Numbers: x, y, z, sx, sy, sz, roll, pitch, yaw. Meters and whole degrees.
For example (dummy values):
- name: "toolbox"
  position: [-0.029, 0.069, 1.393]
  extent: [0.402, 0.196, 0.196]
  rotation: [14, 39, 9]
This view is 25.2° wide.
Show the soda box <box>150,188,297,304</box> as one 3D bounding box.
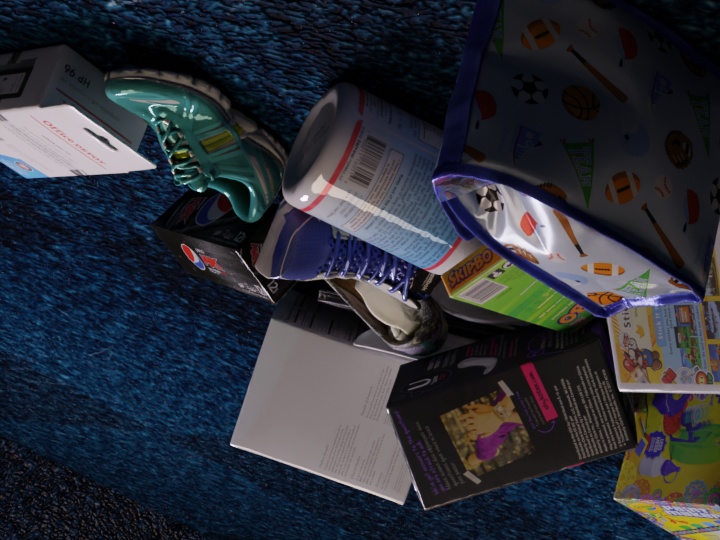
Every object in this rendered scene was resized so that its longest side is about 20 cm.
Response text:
- name: "soda box"
  position: [-0.123, -0.028, 1.531]
  extent: [0.071, 0.063, 0.200]
  rotation: [55, 160, -25]

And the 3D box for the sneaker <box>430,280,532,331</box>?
- name: "sneaker"
  position: [0.136, 0.036, 1.546]
  extent: [0.199, 0.074, 0.112]
  rotation: [17, 162, 5]

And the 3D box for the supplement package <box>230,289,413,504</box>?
- name: "supplement package"
  position: [-0.019, 0.134, 1.767]
  extent: [0.199, 0.153, 0.151]
  rotation: [19, -167, -1]

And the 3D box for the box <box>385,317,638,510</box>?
- name: "box"
  position: [0.137, 0.120, 1.435]
  extent: [0.199, 0.107, 0.122]
  rotation: [-18, -169, 13]

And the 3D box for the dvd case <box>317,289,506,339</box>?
- name: "dvd case"
  position: [0.072, 0.052, 1.687]
  extent: [0.199, 0.016, 0.149]
  rotation: [11, 175, 23]

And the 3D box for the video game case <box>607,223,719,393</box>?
- name: "video game case"
  position: [0.248, -0.010, 1.167]
  extent: [0.023, 0.202, 0.181]
  rotation: [-15, -172, -41]

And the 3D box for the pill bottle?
- name: "pill bottle"
  position: [0.045, -0.064, 1.302]
  extent: [0.199, 0.109, 0.109]
  rotation: [26, 160, -18]

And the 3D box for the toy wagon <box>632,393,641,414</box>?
- name: "toy wagon"
  position: [0.255, 0.138, 1.637]
  extent: [0.154, 0.040, 0.200]
  rotation: [-2, -177, 10]

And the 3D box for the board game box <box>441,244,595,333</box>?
- name: "board game box"
  position: [0.157, 0.005, 1.297]
  extent: [0.095, 0.030, 0.199]
  rotation: [-36, 149, 24]

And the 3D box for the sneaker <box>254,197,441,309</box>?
- name: "sneaker"
  position: [0.011, -0.021, 1.372]
  extent: [0.115, 0.081, 0.199]
  rotation: [32, -158, 25]

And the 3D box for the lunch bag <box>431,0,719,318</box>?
- name: "lunch bag"
  position: [0.139, -0.087, 1.060]
  extent: [0.199, 0.171, 0.123]
  rotation: [29, 154, -30]

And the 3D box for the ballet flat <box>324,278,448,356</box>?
- name: "ballet flat"
  position: [0.000, 0.000, 1.487]
  extent: [0.200, 0.072, 0.072]
  rotation: [45, 166, 14]

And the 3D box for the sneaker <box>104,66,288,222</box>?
- name: "sneaker"
  position: [-0.140, -0.112, 1.390]
  extent: [0.077, 0.080, 0.200]
  rotation: [-3, 151, 48]

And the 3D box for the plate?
- name: "plate"
  position: [0.101, 0.081, 1.599]
  extent: [0.198, 0.033, 0.200]
  rotation: [12, 179, 6]

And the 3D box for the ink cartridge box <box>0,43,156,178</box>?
- name: "ink cartridge box"
  position: [-0.272, -0.142, 1.449]
  extent: [0.199, 0.068, 0.116]
  rotation: [1, 154, 43]

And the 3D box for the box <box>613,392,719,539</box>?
- name: "box"
  position: [0.356, 0.151, 1.459]
  extent: [0.192, 0.201, 0.122]
  rotation: [33, 157, -34]
